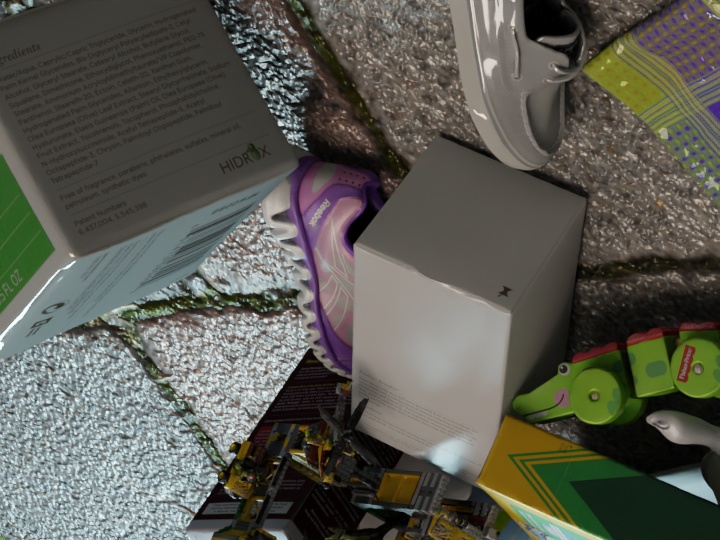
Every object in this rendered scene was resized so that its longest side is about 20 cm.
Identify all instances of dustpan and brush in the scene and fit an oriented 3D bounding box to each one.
[{"bbox_3d":[0.266,0.128,1.480,0.199,0.058,0.139,9,150,-40],"label":"dustpan and brush"}]

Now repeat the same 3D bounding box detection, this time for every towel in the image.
[{"bbox_3d":[0.239,-0.112,1.311,0.144,0.023,0.199,46,143,-15],"label":"towel"}]

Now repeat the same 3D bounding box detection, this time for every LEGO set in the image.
[{"bbox_3d":[0.004,0.186,1.526,0.200,0.154,0.115,41,157,-27],"label":"LEGO set"}]

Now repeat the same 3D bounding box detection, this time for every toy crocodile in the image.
[{"bbox_3d":[0.195,0.064,1.461,0.199,0.067,0.062,-18,79,27],"label":"toy crocodile"}]

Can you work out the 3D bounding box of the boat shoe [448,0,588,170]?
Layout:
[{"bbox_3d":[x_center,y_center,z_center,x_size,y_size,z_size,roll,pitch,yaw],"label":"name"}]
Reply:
[{"bbox_3d":[0.104,-0.146,1.351,0.068,0.072,0.201,11,128,34],"label":"boat shoe"}]

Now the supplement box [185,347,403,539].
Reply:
[{"bbox_3d":[-0.034,0.143,1.664,0.108,0.200,0.061,-6,129,43],"label":"supplement box"}]

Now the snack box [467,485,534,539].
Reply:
[{"bbox_3d":[0.028,0.215,1.699,0.199,0.169,0.068,16,145,40],"label":"snack box"}]

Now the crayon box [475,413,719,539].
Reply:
[{"bbox_3d":[0.185,0.178,1.530,0.172,0.059,0.200,24,170,21],"label":"crayon box"}]

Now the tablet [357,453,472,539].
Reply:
[{"bbox_3d":[-0.020,0.191,1.684,0.130,0.200,0.014,49,176,48],"label":"tablet"}]

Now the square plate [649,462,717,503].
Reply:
[{"bbox_3d":[0.252,0.219,1.667,0.197,0.029,0.200,-16,120,48],"label":"square plate"}]

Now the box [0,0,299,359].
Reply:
[{"bbox_3d":[-0.191,-0.074,1.517,0.172,0.199,0.199,61,145,8],"label":"box"}]

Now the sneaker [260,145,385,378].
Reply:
[{"bbox_3d":[0.000,0.000,1.588,0.088,0.081,0.201,1,131,28],"label":"sneaker"}]

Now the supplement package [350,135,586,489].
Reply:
[{"bbox_3d":[0.072,0.031,1.522,0.121,0.120,0.201,24,143,18],"label":"supplement package"}]
